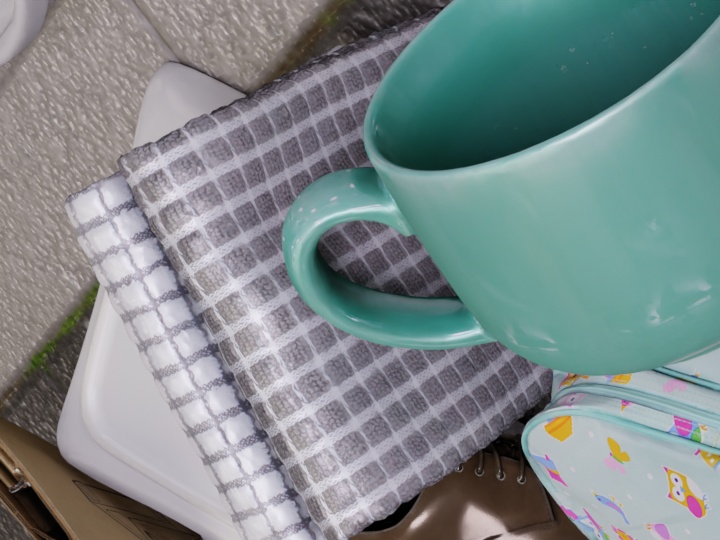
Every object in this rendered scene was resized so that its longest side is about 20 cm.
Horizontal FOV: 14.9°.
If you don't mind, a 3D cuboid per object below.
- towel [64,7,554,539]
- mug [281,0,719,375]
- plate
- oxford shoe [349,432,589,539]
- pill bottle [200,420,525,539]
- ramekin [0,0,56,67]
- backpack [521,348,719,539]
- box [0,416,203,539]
[{"bbox_3d":[0.000,0.000,1.048,0.085,0.200,0.166,-31,91,40],"label":"towel"},{"bbox_3d":[0.082,-0.035,0.951,0.184,0.152,0.115,-11,125,41],"label":"mug"},{"bbox_3d":[-0.052,0.031,1.216,0.199,0.032,0.201,26,108,35],"label":"plate"},{"bbox_3d":[0.063,0.099,1.139,0.073,0.199,0.085,-97,-11,-75],"label":"oxford shoe"},{"bbox_3d":[-0.011,0.101,1.287,0.199,0.104,0.105,12,136,45],"label":"pill bottle"},{"bbox_3d":[-0.185,-0.191,1.171,0.202,0.094,0.203,32,146,24],"label":"ramekin"},{"bbox_3d":[0.159,0.058,1.001,0.199,0.127,0.167,15,141,47],"label":"backpack"},{"bbox_3d":[-0.091,0.136,1.297,0.200,0.021,0.163,33,-178,-35],"label":"box"}]
